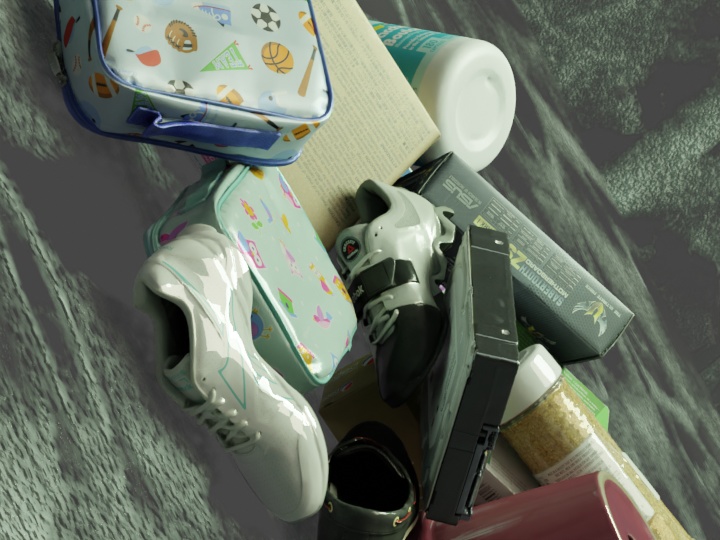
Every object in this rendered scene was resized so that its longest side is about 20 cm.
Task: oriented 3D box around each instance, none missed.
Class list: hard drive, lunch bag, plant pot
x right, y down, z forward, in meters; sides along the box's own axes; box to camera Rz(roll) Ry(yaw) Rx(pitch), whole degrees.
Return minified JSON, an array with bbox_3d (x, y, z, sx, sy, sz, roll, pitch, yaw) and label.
[{"bbox_3d":[0.076,0.072,1.666,0.038,0.140,0.200,12,28,-6],"label":"hard drive"},{"bbox_3d":[-0.120,-0.150,1.602,0.199,0.076,0.161,8,56,-31],"label":"lunch bag"},{"bbox_3d":[0.125,0.239,1.652,0.200,0.178,0.200,54,15,-22],"label":"plant pot"},{"bbox_3d":[-0.076,0.006,1.602,0.161,0.077,0.200,58,14,-8],"label":"lunch bag"}]

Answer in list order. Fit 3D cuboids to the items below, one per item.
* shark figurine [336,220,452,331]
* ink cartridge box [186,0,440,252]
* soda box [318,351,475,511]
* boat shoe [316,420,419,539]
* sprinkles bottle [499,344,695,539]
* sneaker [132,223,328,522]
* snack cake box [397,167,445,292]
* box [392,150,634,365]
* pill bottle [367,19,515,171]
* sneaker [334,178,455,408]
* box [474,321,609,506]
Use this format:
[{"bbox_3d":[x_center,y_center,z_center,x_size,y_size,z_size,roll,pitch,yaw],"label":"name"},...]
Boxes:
[{"bbox_3d":[0.014,-0.008,1.877,0.090,0.128,0.214,52,11,8],"label":"shark figurine"},{"bbox_3d":[-0.056,-0.129,1.764,0.075,0.165,0.201,2,-49,56],"label":"ink cartridge box"},{"bbox_3d":[0.047,0.158,1.771,0.201,0.064,0.068,57,16,-15],"label":"soda box"},{"bbox_3d":[0.008,0.149,1.603,0.202,0.073,0.064,-72,175,-70],"label":"boat shoe"},{"bbox_3d":[0.168,0.152,1.735,0.200,0.068,0.068,52,14,-5],"label":"sprinkles bottle"},{"bbox_3d":[-0.089,0.075,1.468,0.080,0.070,0.201,-34,100,-52],"label":"sneaker"},{"bbox_3d":[0.042,-0.014,2.023,0.200,0.067,0.115,56,-9,-22],"label":"snack cake box"},{"bbox_3d":[0.110,-0.004,1.874,0.200,0.051,0.158,41,-15,-8],"label":"box"},{"bbox_3d":[0.022,-0.148,1.922,0.110,0.199,0.112,-20,117,-47],"label":"pill bottle"},{"bbox_3d":[0.015,0.014,1.701,0.088,0.074,0.201,29,38,-22],"label":"sneaker"},{"bbox_3d":[0.132,0.132,1.809,0.144,0.036,0.200,43,32,-19],"label":"box"}]
